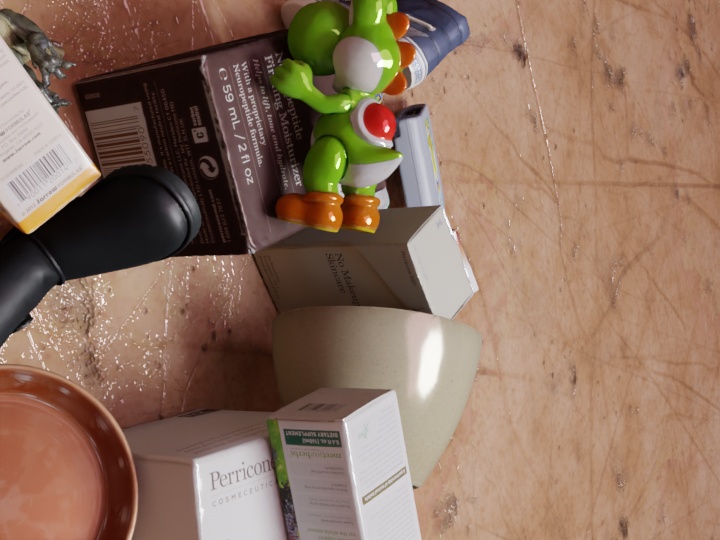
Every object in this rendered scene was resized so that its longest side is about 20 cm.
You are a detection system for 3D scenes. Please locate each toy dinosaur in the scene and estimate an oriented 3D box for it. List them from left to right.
[{"bbox_3d":[-0.250,-0.165,0.799,0.047,0.200,0.088,-36,87,-6],"label":"toy dinosaur"}]

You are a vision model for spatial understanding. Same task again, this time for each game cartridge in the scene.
[{"bbox_3d":[0.068,-0.115,1.217,0.200,0.040,0.134,-67,150,-75],"label":"game cartridge"}]

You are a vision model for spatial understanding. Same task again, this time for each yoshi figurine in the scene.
[{"bbox_3d":[-0.024,-0.136,0.889,0.111,0.112,0.201,9,96,-11],"label":"yoshi figurine"}]

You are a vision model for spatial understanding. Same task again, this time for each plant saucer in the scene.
[{"bbox_3d":[-0.267,0.171,0.800,0.199,0.032,0.201,6,75,-22],"label":"plant saucer"}]

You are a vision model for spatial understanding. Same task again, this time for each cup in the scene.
[{"bbox_3d":[0.009,0.126,1.000,0.200,0.200,0.144,24,65,-49],"label":"cup"}]

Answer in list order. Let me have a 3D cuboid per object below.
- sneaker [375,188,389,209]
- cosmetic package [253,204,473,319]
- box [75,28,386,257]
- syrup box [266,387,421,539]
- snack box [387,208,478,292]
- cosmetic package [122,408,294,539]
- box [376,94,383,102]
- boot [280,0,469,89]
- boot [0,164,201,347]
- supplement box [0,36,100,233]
[{"bbox_3d":[-0.015,-0.151,1.057,0.200,0.140,0.078,48,45,-9],"label":"sneaker"},{"bbox_3d":[0.000,0.000,1.068,0.073,0.199,0.104,-45,121,-41],"label":"cosmetic package"},{"bbox_3d":[-0.111,-0.118,0.962,0.200,0.164,0.167,-30,111,-48],"label":"box"},{"bbox_3d":[-0.007,0.203,0.885,0.081,0.078,0.201,-22,106,-53],"label":"syrup box"},{"bbox_3d":[0.048,-0.025,1.139,0.024,0.200,0.072,-32,116,-20],"label":"snack box"},{"bbox_3d":[-0.132,0.233,0.920,0.165,0.165,0.201,-10,96,-53],"label":"cosmetic package"},{"bbox_3d":[-0.005,-0.248,1.172,0.064,0.070,0.201,40,58,-53],"label":"box"},{"bbox_3d":[0.013,-0.245,1.092,0.090,0.200,0.073,-40,141,-25],"label":"boot"},{"bbox_3d":[-0.227,0.007,0.781,0.077,0.200,0.168,61,40,-25],"label":"boot"},{"bbox_3d":[-0.287,-0.132,0.761,0.074,0.126,0.200,-42,123,-18],"label":"supplement box"}]
